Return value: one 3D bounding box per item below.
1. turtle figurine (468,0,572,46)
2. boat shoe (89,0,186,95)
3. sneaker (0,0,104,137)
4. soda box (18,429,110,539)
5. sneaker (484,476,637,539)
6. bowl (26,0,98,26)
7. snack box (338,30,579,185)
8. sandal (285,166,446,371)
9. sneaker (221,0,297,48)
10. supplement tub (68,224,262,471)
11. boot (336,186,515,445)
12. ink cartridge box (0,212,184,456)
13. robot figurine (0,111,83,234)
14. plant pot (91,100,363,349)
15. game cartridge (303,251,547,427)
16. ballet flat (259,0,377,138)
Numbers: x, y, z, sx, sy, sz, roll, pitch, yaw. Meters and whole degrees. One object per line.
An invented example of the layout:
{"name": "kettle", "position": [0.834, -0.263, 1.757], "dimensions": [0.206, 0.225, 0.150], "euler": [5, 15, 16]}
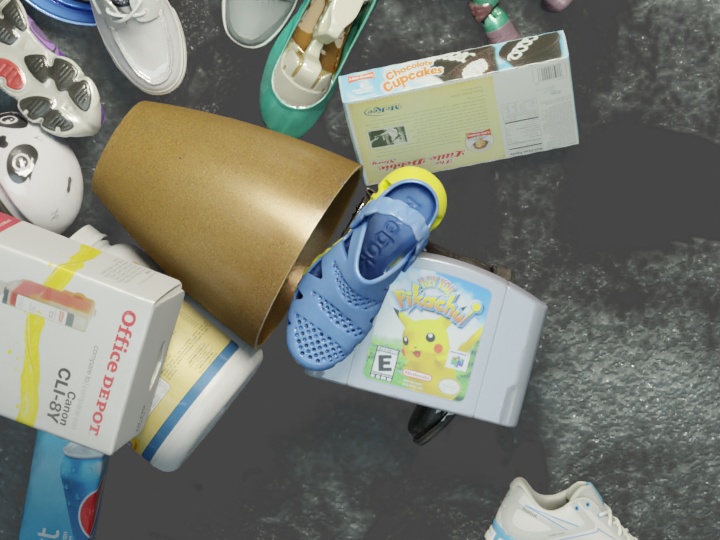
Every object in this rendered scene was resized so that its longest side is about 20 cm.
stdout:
{"name": "turtle figurine", "position": [0.092, -0.286, 1.585], "dimensions": [0.150, 0.101, 0.200], "euler": [-34, 110, 17]}
{"name": "boat shoe", "position": [-0.203, -0.243, 1.573], "dimensions": [0.072, 0.069, 0.201], "euler": [-13, 104, 4]}
{"name": "sneaker", "position": [-0.306, -0.189, 1.631], "dimensions": [0.081, 0.083, 0.200], "euler": [-42, 84, 1]}
{"name": "soda box", "position": [-0.279, 0.209, 1.736], "dimensions": [0.068, 0.064, 0.201], "euler": [12, 105, -2]}
{"name": "sneaker", "position": [0.223, 0.248, 1.734], "dimensions": [0.199, 0.075, 0.087], "euler": [16, 99, -3]}
{"name": "bowl", "position": [-0.233, -0.316, 1.610], "dimensions": [0.200, 0.039, 0.201], "euler": [0, 104, 1]}
{"name": "snack box", "position": [0.089, -0.141, 1.620], "dimensions": [0.199, 0.037, 0.116], "euler": [-11, 142, 4]}
{"name": "sandal", "position": [0.000, 0.000, 1.574], "dimensions": [0.079, 0.087, 0.200], "euler": [31, 99, -3]}
{"name": "sneaker", "position": [-0.068, -0.278, 1.574], "dimensions": [0.083, 0.121, 0.201], "euler": [21, 104, -4]}
{"name": "supplement tub", "position": [-0.204, 0.068, 1.649], "dimensions": [0.200, 0.145, 0.145], "euler": [39, 102, 2]}
{"name": "boot", "position": [0.032, 0.043, 1.687], "dimensions": [0.174, 0.069, 0.201], "euler": [23, 94, -6]}
{"name": "ink cartridge box", "position": [-0.266, 0.049, 1.539], "dimensions": [0.199, 0.083, 0.146], "euler": [20, 105, 7]}
{"name": "robot figurine", "position": [-0.344, -0.057, 1.633], "dimensions": [0.200, 0.125, 0.151], "euler": [-30, 104, 12]}
{"name": "plant pot", "position": [-0.129, -0.059, 1.615], "dimensions": [0.200, 0.186, 0.187], "euler": [29, 104, 3]}
{"name": "game cartridge", "position": [0.060, 0.053, 1.638], "dimensions": [0.199, 0.040, 0.134], "euler": [14, 94, 0]}
{"name": "ballet flat", "position": [-0.038, -0.202, 1.620], "dimensions": [0.067, 0.070, 0.201], "euler": [25, 104, -6]}
